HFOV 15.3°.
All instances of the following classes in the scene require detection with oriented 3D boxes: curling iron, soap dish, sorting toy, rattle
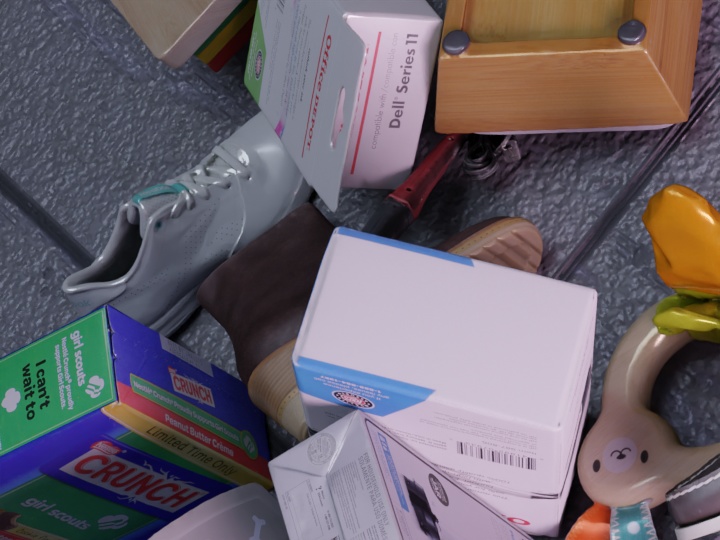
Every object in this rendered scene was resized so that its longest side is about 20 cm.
[{"bbox_3d":[0.032,-0.039,1.591,0.049,0.026,0.200,5,35,41],"label":"curling iron"},{"bbox_3d":[0.127,-0.180,1.607,0.157,0.081,0.201,-1,62,20],"label":"soap dish"},{"bbox_3d":[-0.090,-0.250,1.793,0.199,0.070,0.200,-46,48,8],"label":"sorting toy"},{"bbox_3d":[0.153,0.077,1.435,0.200,0.143,0.130,-46,66,-2],"label":"rattle"}]

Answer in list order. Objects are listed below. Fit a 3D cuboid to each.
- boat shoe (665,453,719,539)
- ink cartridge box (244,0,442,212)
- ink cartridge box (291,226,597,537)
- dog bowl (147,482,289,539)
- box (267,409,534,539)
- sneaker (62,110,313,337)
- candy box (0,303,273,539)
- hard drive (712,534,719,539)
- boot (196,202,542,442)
[{"bbox_3d":[0.238,0.069,1.388,0.201,0.072,0.061,-32,93,-3],"label":"boat shoe"},{"bbox_3d":[-0.007,-0.125,1.641,0.200,0.067,0.118,-122,38,-56],"label":"ink cartridge box"},{"bbox_3d":[0.048,0.065,1.445,0.144,0.200,0.085,14,70,8],"label":"ink cartridge box"},{"bbox_3d":[-0.090,0.210,1.504,0.200,0.200,0.059,-47,66,5],"label":"dog bowl"},{"bbox_3d":[0.041,0.168,1.420,0.060,0.200,0.117,-32,49,16],"label":"box"},{"bbox_3d":[-0.108,-0.038,1.717,0.200,0.088,0.075,-48,47,1],"label":"sneaker"},{"bbox_3d":[-0.179,0.116,1.630,0.199,0.169,0.077,-28,56,21],"label":"candy box"},{"bbox_3d":[0.213,0.192,1.386,0.200,0.042,0.135,-38,49,13],"label":"hard drive"},{"bbox_3d":[0.000,0.000,1.630,0.200,0.072,0.167,-39,43,3],"label":"boot"}]
